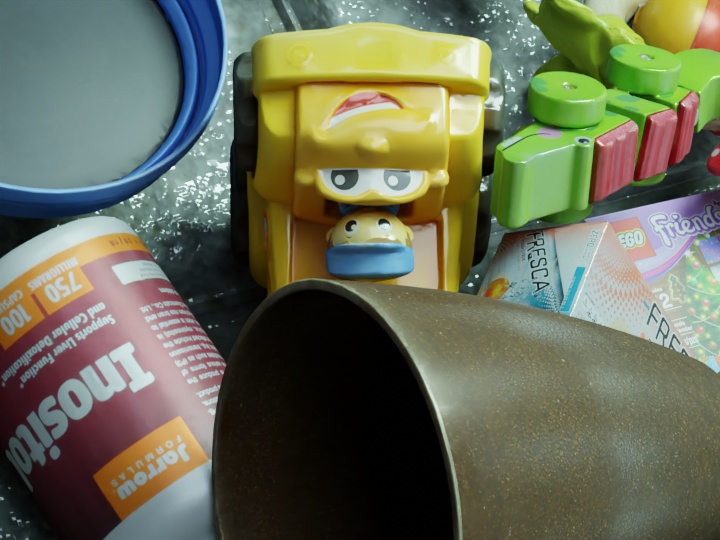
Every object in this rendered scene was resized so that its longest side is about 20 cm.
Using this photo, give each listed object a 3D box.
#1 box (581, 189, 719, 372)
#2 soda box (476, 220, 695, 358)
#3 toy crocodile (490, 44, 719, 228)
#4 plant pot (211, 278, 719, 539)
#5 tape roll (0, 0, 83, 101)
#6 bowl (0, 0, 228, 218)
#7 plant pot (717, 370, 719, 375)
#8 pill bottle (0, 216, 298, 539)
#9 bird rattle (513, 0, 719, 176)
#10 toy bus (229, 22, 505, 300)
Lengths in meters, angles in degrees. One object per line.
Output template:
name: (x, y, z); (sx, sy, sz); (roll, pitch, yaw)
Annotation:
box: (0.229, 0.019, 1.250); (0.199, 0.039, 0.137); (-13, 66, -26)
soda box: (0.131, 0.067, 1.107); (0.200, 0.063, 0.069); (53, 47, -34)
toy crocodile: (0.128, -0.066, 1.105); (0.062, 0.068, 0.200); (21, 28, 30)
plant pot: (0.068, 0.090, 0.960); (0.199, 0.187, 0.188); (-4, 62, -33)
tape roll: (-0.247, -0.150, 1.165); (0.199, 0.066, 0.201); (9, 58, -14)
bowl: (-0.167, -0.115, 1.111); (0.200, 0.039, 0.201); (9, 58, -15)
plant pot: (0.253, 0.085, 1.053); (0.140, 0.200, 0.201); (-29, 70, 4)
pill bottle: (-0.104, 0.083, 1.050); (0.113, 0.113, 0.200); (-28, 73, -31)
bird rattle: (0.189, -0.120, 1.252); (0.199, 0.113, 0.163); (10, 42, 8)
toy bus: (0.000, 0.000, 1.085); (0.135, 0.200, 0.193); (2, 65, -2)
